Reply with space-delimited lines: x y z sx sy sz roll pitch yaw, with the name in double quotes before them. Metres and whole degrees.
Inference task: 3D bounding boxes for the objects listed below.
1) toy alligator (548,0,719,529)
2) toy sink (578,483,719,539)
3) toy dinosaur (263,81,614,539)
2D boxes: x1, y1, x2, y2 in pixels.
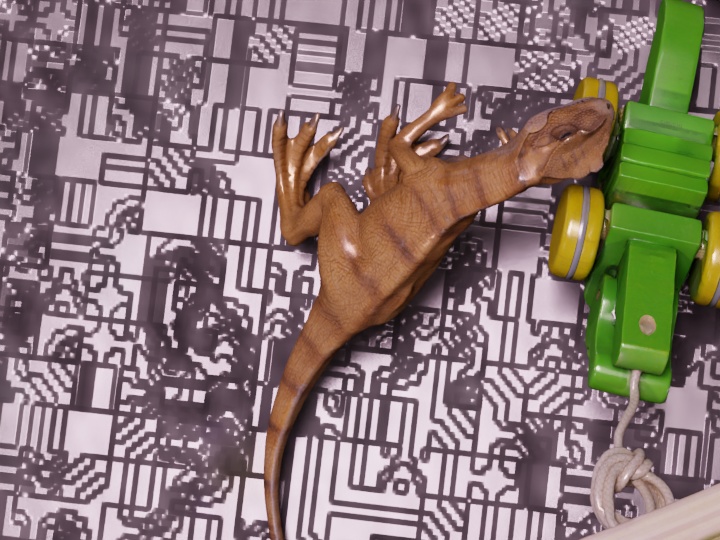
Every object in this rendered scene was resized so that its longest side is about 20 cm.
"toy alligator" 0.089 0.004 0.811 0.059 0.054 0.201 11 60 -3
"toy sink" 0.159 0.120 0.742 0.199 0.112 0.131 -18 69 -18
"toy dinosaur" 0.000 0.000 0.826 0.200 0.060 0.107 -50 36 30
